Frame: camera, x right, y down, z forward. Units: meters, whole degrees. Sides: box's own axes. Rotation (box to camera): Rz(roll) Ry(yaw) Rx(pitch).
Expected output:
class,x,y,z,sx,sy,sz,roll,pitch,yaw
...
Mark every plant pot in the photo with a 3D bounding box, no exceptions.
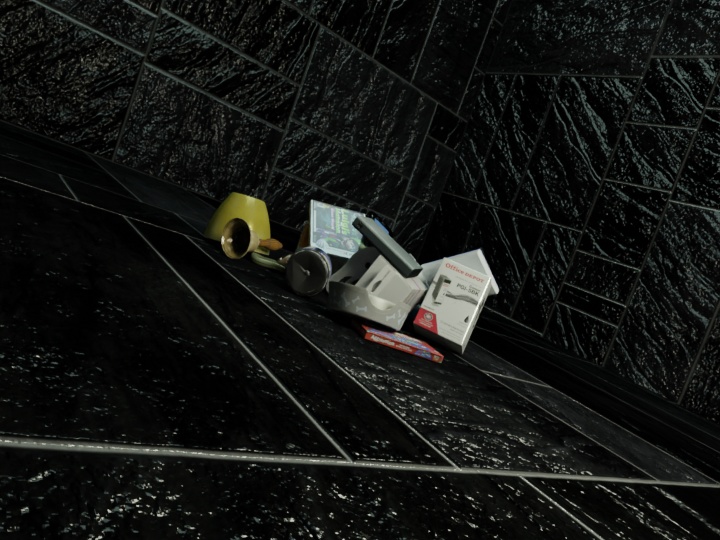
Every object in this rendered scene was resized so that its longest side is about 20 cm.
class,x,y,z,sx,sy,sz,roll,pitch,yaw
plant pot,-0.342,-0.142,1.670,0.193,0.147,0.200,16,0,0

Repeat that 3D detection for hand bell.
class,x,y,z,sx,sy,sz,roll,pitch,yaw
hand bell,-0.278,-0.076,1.571,0.102,0.107,0.198,23,7,27

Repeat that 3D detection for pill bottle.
class,x,y,z,sx,sy,sz,roll,pitch,yaw
pill bottle,-0.127,-0.002,1.451,0.109,0.115,0.200,21,4,-1

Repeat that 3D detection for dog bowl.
class,x,y,z,sx,sy,sz,roll,pitch,yaw
dog bowl,0.014,0.082,1.290,0.194,0.061,0.200,17,-8,2

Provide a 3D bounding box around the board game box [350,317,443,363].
class,x,y,z,sx,sy,sz,roll,pitch,yaw
board game box,0.079,0.153,1.266,0.195,0.020,0.103,21,4,-22

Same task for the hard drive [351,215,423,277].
class,x,y,z,sx,sy,sz,roll,pitch,yaw
hard drive,0.073,-0.060,1.499,0.200,0.033,0.139,45,12,12

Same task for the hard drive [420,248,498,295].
class,x,y,z,sx,sy,sz,roll,pitch,yaw
hard drive,0.275,0.022,1.614,0.196,0.134,0.025,-15,21,42

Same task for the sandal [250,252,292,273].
class,x,y,z,sx,sy,sz,roll,pitch,yaw
sandal,-0.210,-0.023,1.609,0.195,0.059,0.080,19,1,-17

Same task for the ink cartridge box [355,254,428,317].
class,x,y,z,sx,sy,sz,roll,pitch,yaw
ink cartridge box,0.076,0.054,1.500,0.125,0.129,0.199,44,13,18

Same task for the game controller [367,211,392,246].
class,x,y,z,sx,sy,sz,roll,pitch,yaw
game controller,0.056,-0.111,1.726,0.105,0.041,0.201,52,19,-18

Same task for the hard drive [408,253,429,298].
class,x,y,z,sx,sy,sz,roll,pitch,yaw
hard drive,0.186,0.054,1.654,0.204,0.026,0.132,61,3,-8

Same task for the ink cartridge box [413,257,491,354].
class,x,y,z,sx,sy,sz,roll,pitch,yaw
ink cartridge box,0.242,0.090,1.515,0.143,0.204,0.083,22,-17,19

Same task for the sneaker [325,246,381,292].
class,x,y,z,sx,sy,sz,roll,pitch,yaw
sneaker,0.000,0.000,1.591,0.075,0.197,0.111,61,19,13

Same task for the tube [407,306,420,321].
class,x,y,z,sx,sy,sz,roll,pitch,yaw
tube,0.112,0.114,1.733,0.194,0.052,0.077,18,-3,5

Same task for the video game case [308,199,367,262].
class,x,y,z,sx,sy,sz,roll,pitch,yaw
video game case,-0.064,-0.110,1.663,0.176,0.024,0.204,13,46,-18

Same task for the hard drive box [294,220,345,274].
class,x,y,z,sx,sy,sz,roll,pitch,yaw
hard drive box,-0.098,-0.038,1.717,0.194,0.161,0.077,20,5,-10

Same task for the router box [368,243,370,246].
class,x,y,z,sx,sy,sz,roll,pitch,yaw
router box,0.035,-0.007,1.832,0.146,0.205,0.051,23,45,26

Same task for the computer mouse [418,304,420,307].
class,x,y,z,sx,sy,sz,roll,pitch,yaw
computer mouse,0.181,0.133,1.850,0.108,0.045,0.198,31,3,34
